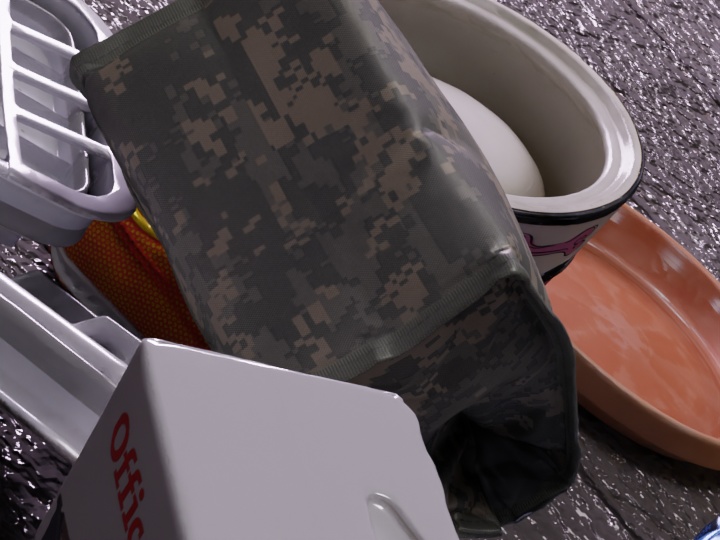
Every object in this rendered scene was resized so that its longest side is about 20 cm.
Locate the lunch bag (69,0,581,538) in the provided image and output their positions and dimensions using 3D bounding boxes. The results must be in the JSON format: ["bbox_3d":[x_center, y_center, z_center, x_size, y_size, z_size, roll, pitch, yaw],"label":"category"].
[{"bbox_3d":[0.000,0.000,1.009,0.164,0.117,0.200,60,4,27],"label":"lunch bag"}]

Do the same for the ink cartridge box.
[{"bbox_3d":[-0.051,0.140,0.742,0.084,0.200,0.145,15,33,-26],"label":"ink cartridge box"}]

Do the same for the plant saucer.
[{"bbox_3d":[0.129,0.025,1.406,0.200,0.032,0.201,32,26,-18],"label":"plant saucer"}]

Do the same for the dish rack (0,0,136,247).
[{"bbox_3d":[-0.178,-0.085,1.034,0.200,0.044,0.172,28,25,-24],"label":"dish rack"}]

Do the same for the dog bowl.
[{"bbox_3d":[0.027,-0.060,1.312,0.199,0.074,0.200,18,32,-12],"label":"dog bowl"}]

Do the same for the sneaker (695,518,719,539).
[{"bbox_3d":[0.132,0.145,1.133,0.200,0.066,0.079,-5,73,-63],"label":"sneaker"}]

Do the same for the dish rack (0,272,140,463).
[{"bbox_3d":[-0.096,0.032,0.916,0.200,0.044,0.172,35,-7,37],"label":"dish rack"}]

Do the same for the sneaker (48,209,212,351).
[{"bbox_3d":[-0.038,0.029,1.110,0.200,0.077,0.073,44,23,5],"label":"sneaker"}]
